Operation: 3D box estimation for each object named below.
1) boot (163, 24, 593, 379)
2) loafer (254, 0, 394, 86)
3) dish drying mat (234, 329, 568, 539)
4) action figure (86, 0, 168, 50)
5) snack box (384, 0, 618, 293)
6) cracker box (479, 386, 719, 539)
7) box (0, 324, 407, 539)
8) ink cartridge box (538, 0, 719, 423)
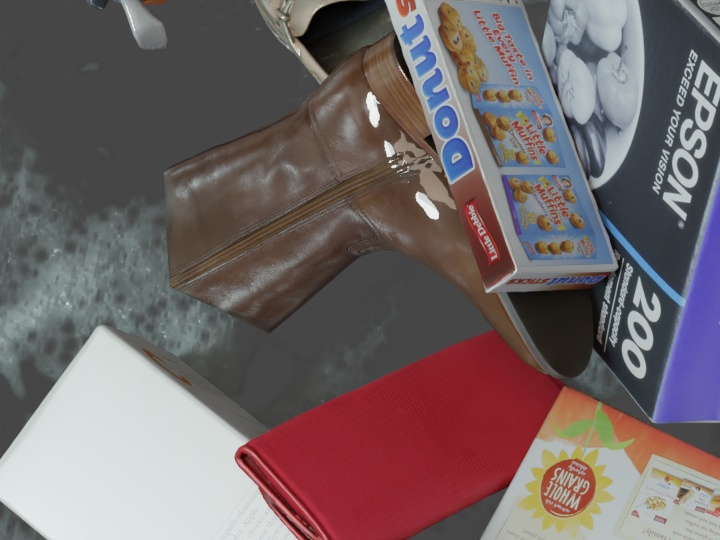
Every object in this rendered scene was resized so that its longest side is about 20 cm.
[{"bbox_3d":[0.000,0.000,1.375,0.200,0.064,0.187,-31,84,40],"label":"boot"},{"bbox_3d":[-0.001,-0.116,1.424,0.072,0.063,0.201,-33,76,3],"label":"loafer"},{"bbox_3d":[0.030,0.080,1.331,0.077,0.200,0.018,45,128,20],"label":"dish drying mat"},{"bbox_3d":[-0.084,-0.212,1.410,0.200,0.104,0.194,-51,35,6],"label":"action figure"},{"bbox_3d":[0.056,-0.086,1.309,0.024,0.072,0.201,-33,68,40],"label":"snack box"},{"bbox_3d":[0.108,0.171,1.308,0.134,0.058,0.201,25,80,30],"label":"cracker box"},{"bbox_3d":[-0.059,0.128,1.357,0.200,0.124,0.098,38,91,15],"label":"box"},{"bbox_3d":[0.143,-0.036,1.290,0.043,0.199,0.200,-14,43,-27],"label":"ink cartridge box"}]
